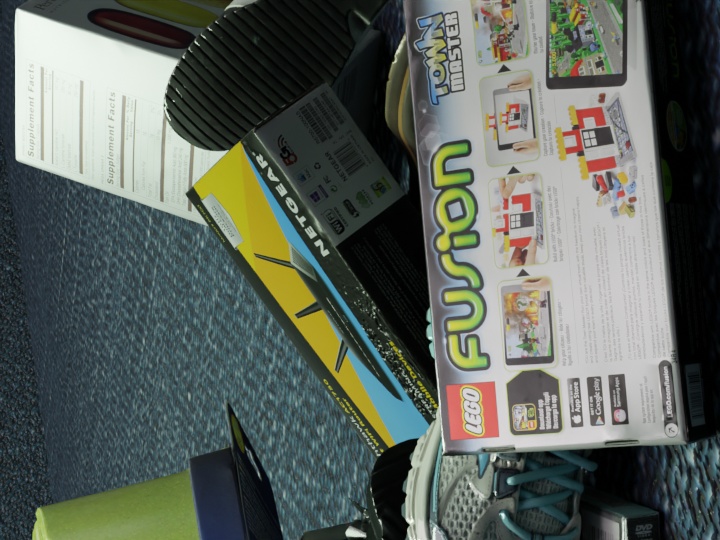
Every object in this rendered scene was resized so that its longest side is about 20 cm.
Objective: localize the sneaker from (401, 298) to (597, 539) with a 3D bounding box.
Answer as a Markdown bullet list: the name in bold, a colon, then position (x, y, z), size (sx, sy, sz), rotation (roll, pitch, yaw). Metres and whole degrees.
- **sneaker**: position (0.071, 0.068, 0.751), size (0.086, 0.077, 0.201), rotation (-36, 48, 52)

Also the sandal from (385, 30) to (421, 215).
- **sandal**: position (0.053, -0.067, 0.832), size (0.082, 0.054, 0.201), rotation (-56, -24, -35)

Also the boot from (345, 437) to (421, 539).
- **boot**: position (0.043, 0.191, 0.835), size (0.163, 0.073, 0.199), rotation (94, 160, -60)

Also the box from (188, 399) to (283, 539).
- **box**: position (-0.060, 0.186, 0.970), size (0.121, 0.032, 0.201), rotation (71, -174, -56)

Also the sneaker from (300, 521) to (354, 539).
- **sneaker**: position (0.012, 0.250, 1.038), size (0.115, 0.080, 0.200), rotation (-118, 22, -46)

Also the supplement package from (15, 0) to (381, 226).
- **supplement package**: position (-0.103, -0.109, 1.067), size (0.114, 0.199, 0.110), rotation (-52, -24, -52)

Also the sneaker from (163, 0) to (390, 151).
- **sneaker**: position (-0.029, -0.147, 0.959), size (0.074, 0.200, 0.089), rotation (45, -173, -13)

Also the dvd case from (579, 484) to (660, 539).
- **dvd case**: position (0.103, 0.201, 0.797), size (0.146, 0.022, 0.201), rotation (-176, 81, -73)

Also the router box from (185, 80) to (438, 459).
- **router box**: position (0.001, 0.014, 0.882), size (0.200, 0.051, 0.149), rotation (55, 160, -2)

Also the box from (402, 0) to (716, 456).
- **box**: position (0.079, -0.029, 0.694), size (0.110, 0.035, 0.201), rotation (-6, 87, 31)

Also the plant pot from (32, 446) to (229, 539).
- **plant pot**: position (-0.195, 0.267, 1.529), size (0.200, 0.183, 0.202), rotation (176, 90, -74)
